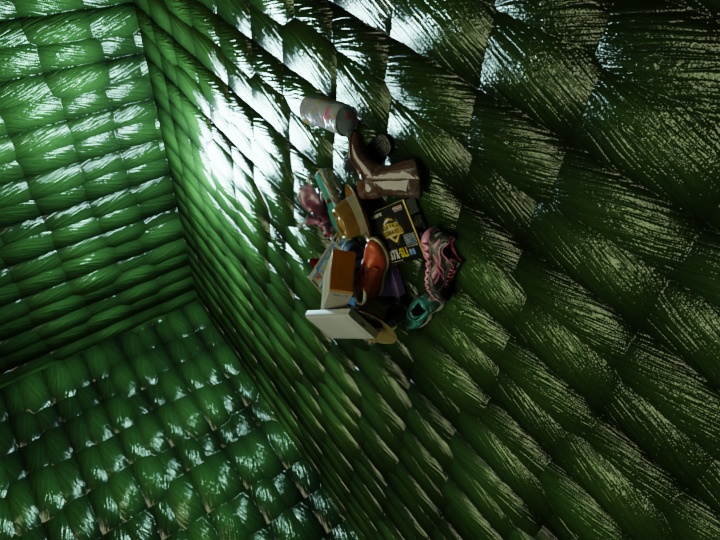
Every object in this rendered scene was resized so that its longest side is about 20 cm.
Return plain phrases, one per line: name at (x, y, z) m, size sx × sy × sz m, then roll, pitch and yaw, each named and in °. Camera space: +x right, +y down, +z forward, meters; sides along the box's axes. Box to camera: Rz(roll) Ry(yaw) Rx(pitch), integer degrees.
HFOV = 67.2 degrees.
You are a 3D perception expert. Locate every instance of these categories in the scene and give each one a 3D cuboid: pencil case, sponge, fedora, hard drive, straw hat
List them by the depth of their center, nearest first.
pencil case at (-0.092, -0.433, 1.514) m, size 0.199 × 0.082 × 0.092 m, roll 31°, pitch 131°, yaw 46°
fedora at (-0.031, -0.151, 1.576) m, size 0.201 × 0.081 × 0.203 m, roll 157°, pitch 91°, yaw -83°
hard drive at (-0.057, 0.159, 1.602) m, size 0.198 × 0.027 × 0.132 m, roll -6°, pitch 139°, yaw 47°
straw hat at (0.031, 0.133, 1.605) m, size 0.198 × 0.086 × 0.202 m, roll 20°, pitch 152°, yaw 11°
sponge at (0.060, 0.022, 1.669) m, size 0.199 × 0.030 × 0.113 m, roll -2°, pitch 108°, yaw 61°

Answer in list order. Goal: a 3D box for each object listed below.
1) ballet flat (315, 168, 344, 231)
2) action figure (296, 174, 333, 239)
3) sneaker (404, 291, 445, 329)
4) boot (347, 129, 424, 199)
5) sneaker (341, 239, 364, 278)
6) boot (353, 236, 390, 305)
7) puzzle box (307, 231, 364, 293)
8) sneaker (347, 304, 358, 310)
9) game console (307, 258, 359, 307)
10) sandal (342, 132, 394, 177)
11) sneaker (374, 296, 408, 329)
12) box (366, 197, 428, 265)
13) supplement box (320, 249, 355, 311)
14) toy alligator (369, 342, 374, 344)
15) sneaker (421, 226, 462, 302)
ballet flat at (-0.077, -0.224, 1.676) m, size 0.075 × 0.063 × 0.203 m, roll 7°, pitch 120°, yaw 59°
action figure at (-0.126, -0.187, 1.761) m, size 0.149 × 0.133 × 0.201 m, roll -51°, pitch 55°, yaw 31°
sneaker at (0.160, 0.112, 1.516) m, size 0.078 × 0.079 × 0.201 m, roll 56°, pitch 152°, yaw 15°
boot at (0.069, -0.270, 1.358) m, size 0.198 × 0.064 × 0.189 m, roll 4°, pitch 116°, yaw 41°
sneaker at (0.000, 0.000, 1.653) m, size 0.082 × 0.073 × 0.202 m, roll 28°, pitch 141°, yaw 55°
boot at (0.025, 0.005, 1.527) m, size 0.074 × 0.107 × 0.203 m, roll 26°, pitch 131°, yaw 32°
puzzle box at (-0.079, -0.018, 1.745) m, size 0.133 × 0.025 × 0.201 m, roll 42°, pitch 103°, yaw 39°
sneaker at (-0.033, 0.138, 1.779) m, size 0.200 × 0.079 × 0.075 m, roll 39°, pitch -130°, yaw -66°
game console at (-0.090, 0.061, 1.877) m, size 0.200 × 0.171 × 0.120 m, roll 45°, pitch 120°, yaw 31°
sandal at (0.028, -0.308, 1.457) m, size 0.199 × 0.048 × 0.076 m, roll -18°, pitch 99°, yaw 49°
sneaker at (0.089, 0.147, 1.664) m, size 0.074 × 0.080 × 0.201 m, roll 54°, pitch 150°, yaw 17°
box at (0.108, -0.104, 1.469) m, size 0.199 × 0.049 × 0.162 m, roll -12°, pitch 103°, yaw 62°
supplement box at (-0.066, 0.040, 1.581) m, size 0.200 × 0.072 × 0.128 m, roll 116°, pitch 159°, yaw -64°
toy alligator at (0.046, 0.176, 1.780) m, size 0.054 × 0.059 × 0.203 m, roll 38°, pitch 142°, yaw 49°
sneaker at (0.211, -0.007, 1.352) m, size 0.095 × 0.079 × 0.203 m, roll 11°, pitch 123°, yaw 43°
